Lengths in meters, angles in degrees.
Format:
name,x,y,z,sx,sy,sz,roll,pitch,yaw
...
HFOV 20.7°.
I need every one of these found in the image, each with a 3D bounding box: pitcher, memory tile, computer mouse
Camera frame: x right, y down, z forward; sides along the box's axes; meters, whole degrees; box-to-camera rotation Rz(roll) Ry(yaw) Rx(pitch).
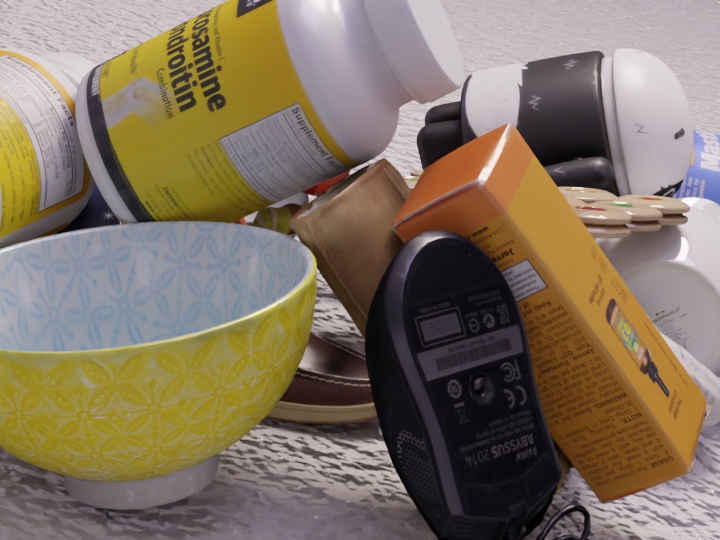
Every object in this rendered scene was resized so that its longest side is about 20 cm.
name,x,y,z,sx,sy,sz,roll,pitch,yaw
pitcher,0.229,-0.002,1.328,0.122,0.171,0.200,58,16,-6
memory tile,0.097,-0.044,1.238,0.198,0.017,0.153,8,9,30
computer mouse,0.045,0.082,0.974,0.138,0.202,0.053,-7,-8,-38

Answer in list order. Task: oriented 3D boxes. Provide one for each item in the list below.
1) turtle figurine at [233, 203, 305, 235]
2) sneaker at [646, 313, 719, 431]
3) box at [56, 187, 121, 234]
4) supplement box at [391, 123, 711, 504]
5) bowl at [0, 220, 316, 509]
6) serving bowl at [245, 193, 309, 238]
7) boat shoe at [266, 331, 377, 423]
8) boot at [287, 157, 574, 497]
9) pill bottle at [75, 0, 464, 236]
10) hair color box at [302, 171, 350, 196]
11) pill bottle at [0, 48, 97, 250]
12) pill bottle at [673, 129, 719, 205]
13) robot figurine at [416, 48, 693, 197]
name,x,y,z,sx,sy,sz,roll,pitch,yaw
turtle figurine,0.000,0.000,1.203,0.199,0.065,0.161,39,1,5
sneaker,0.148,0.029,1.207,0.199,0.078,0.100,31,45,-20
box,-0.208,-0.049,1.216,0.198,0.033,0.122,-6,44,-1
supplement box,0.104,0.026,1.040,0.200,0.069,0.067,51,36,-15
bowl,-0.116,0.055,0.988,0.198,0.109,0.200,-3,18,1
serving bowl,-0.137,-0.038,1.327,0.198,0.066,0.200,12,18,-4
boat shoe,-0.072,0.033,1.157,0.198,0.073,0.072,17,20,9
boot,0.055,0.026,1.087,0.201,0.066,0.175,58,22,-5
pill bottle,-0.049,-0.098,1.083,0.199,0.113,0.112,-24,11,16
hair color box,-0.057,-0.090,1.257,0.101,0.062,0.200,17,3,2
pill bottle,-0.216,-0.060,1.091,0.112,0.114,0.200,20,26,21
pill bottle,0.236,-0.061,1.566,0.198,0.113,0.112,11,19,-6
robot figurine,0.145,-0.093,1.447,0.198,0.152,0.125,-8,-29,14
